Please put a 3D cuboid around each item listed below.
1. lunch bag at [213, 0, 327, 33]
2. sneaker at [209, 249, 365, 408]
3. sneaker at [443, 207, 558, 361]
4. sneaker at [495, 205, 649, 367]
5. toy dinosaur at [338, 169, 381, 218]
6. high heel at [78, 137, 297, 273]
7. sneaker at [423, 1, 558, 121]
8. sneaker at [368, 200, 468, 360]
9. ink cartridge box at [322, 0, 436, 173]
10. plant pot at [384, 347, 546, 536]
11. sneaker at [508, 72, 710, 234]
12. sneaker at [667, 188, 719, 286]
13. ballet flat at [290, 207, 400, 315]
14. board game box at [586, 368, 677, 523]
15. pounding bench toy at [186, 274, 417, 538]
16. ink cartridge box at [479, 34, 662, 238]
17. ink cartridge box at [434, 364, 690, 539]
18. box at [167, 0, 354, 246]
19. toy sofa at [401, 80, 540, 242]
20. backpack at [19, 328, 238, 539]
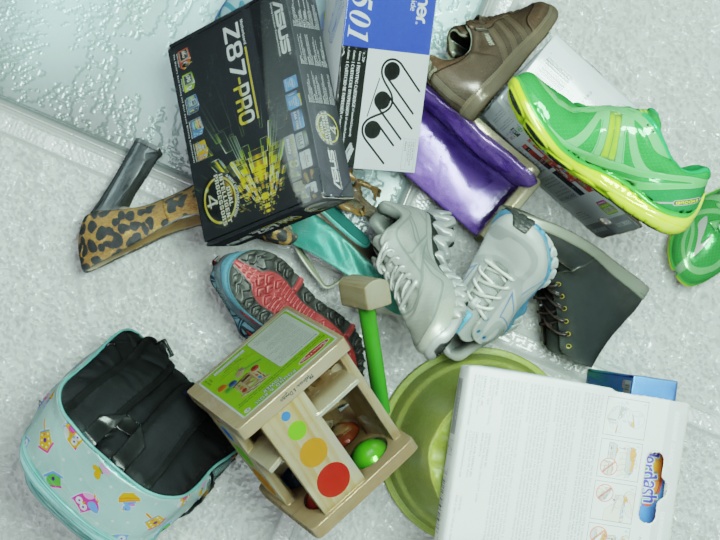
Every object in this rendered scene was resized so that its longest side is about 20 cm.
[{"bbox_3d":[-0.035,-0.252,1.479,0.161,0.082,0.200,33,83,34],"label":"lunch bag"},{"bbox_3d":[-0.072,0.051,1.500,0.079,0.095,0.200,-46,116,-20],"label":"sneaker"},{"bbox_3d":[0.121,0.024,1.430,0.075,0.200,0.087,39,57,17],"label":"sneaker"},{"bbox_3d":[0.189,0.019,1.479,0.200,0.075,0.106,30,90,-32],"label":"sneaker"},{"bbox_3d":[-0.042,-0.102,1.503,0.060,0.106,0.200,-44,97,3],"label":"toy dinosaur"},{"bbox_3d":[-0.172,-0.027,1.493,0.200,0.071,0.143,26,80,15],"label":"high heel"},{"bbox_3d":[0.127,-0.222,1.474,0.075,0.070,0.200,40,43,-1],"label":"sneaker"},{"bbox_3d":[0.048,0.006,1.427,0.081,0.200,0.075,23,121,-21],"label":"sneaker"},{"bbox_3d":[0.013,-0.192,1.401,0.094,0.044,0.201,2,100,-28],"label":"ink cartridge box"},{"bbox_3d":[0.121,0.172,1.448,0.200,0.184,0.201,0,88,-2],"label":"plant pot"},{"bbox_3d":[0.211,-0.113,1.311,0.200,0.074,0.084,34,96,-10],"label":"sneaker"},{"bbox_3d":[0.387,-0.061,1.520,0.200,0.084,0.074,-38,90,-3],"label":"sneaker"},{"bbox_3d":[0.000,0.000,1.516,0.200,0.067,0.070,38,111,-1],"label":"ballet flat"},{"bbox_3d":[0.245,0.172,1.446,0.045,0.200,0.153,8,88,-3],"label":"board game box"},{"bbox_3d":[-0.022,0.119,1.409,0.200,0.124,0.156,-41,117,-14],"label":"pounding bench toy"},{"bbox_3d":[0.207,-0.120,1.455,0.176,0.200,0.084,42,88,-1],"label":"ink cartridge box"},{"bbox_3d":[0.174,0.175,1.338,0.199,0.050,0.161,9,88,-6],"label":"ink cartridge box"},{"bbox_3d":[-0.093,-0.137,1.402,0.161,0.049,0.201,-18,78,38],"label":"box"},{"bbox_3d":[0.076,-0.120,1.500,0.200,0.098,0.083,41,86,-2],"label":"toy sofa"},{"bbox_3d":[-0.223,0.167,1.424,0.176,0.200,0.153,44,107,-1],"label":"backpack"}]
